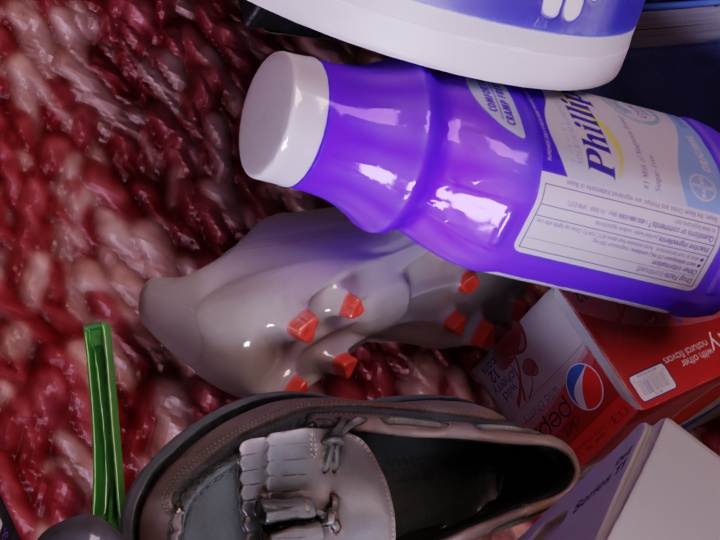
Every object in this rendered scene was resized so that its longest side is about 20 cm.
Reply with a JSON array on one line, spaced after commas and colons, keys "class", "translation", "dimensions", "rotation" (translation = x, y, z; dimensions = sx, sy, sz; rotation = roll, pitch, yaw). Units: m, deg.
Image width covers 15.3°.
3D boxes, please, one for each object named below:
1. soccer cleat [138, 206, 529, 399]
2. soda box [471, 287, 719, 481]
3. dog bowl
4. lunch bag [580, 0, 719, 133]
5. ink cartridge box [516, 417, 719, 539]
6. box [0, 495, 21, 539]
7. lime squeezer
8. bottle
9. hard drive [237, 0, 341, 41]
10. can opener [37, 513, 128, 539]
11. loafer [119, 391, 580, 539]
[{"class": "soccer cleat", "translation": [0.000, 0.000, 1.038], "dimensions": [0.077, 0.070, 0.199], "rotation": [26, 27, 31]}, {"class": "soda box", "translation": [0.143, 0.023, 1.111], "dimensions": [0.199, 0.070, 0.064], "rotation": [-19, 68, -42]}, {"class": "dog bowl", "translation": [0.019, -0.144, 1.034], "dimensions": [0.199, 0.079, 0.200], "rotation": [18, 18, -6]}, {"class": "lunch bag", "translation": [0.184, -0.110, 1.160], "dimensions": [0.199, 0.135, 0.133], "rotation": [-21, 106, -42]}, {"class": "ink cartridge box", "translation": [0.133, 0.167, 0.941], "dimensions": [0.199, 0.147, 0.083], "rotation": [37, 46, -3]}, {"class": "box", "translation": [-0.155, 0.084, 0.794], "dimensions": [0.036, 0.201, 0.144], "rotation": [0, 46, 15]}, {"class": "lime squeezer", "translation": [-0.097, 0.110, 0.899], "dimensions": [0.071, 0.038, 0.201], "rotation": [44, 36, -26]}, {"class": "bottle", "translation": [0.053, -0.037, 0.997], "dimensions": [0.199, 0.066, 0.084], "rotation": [13, 31, -25]}, {"class": "hard drive", "translation": [0.024, -0.161, 1.196], "dimensions": [0.199, 0.038, 0.141], "rotation": [2, 56, -32]}, {"class": "can opener", "translation": [-0.025, 0.150, 0.875], "dimensions": [0.200, 0.067, 0.054], "rotation": [47, 36, -28]}, {"class": "loafer", "translation": [0.002, 0.076, 0.948], "dimensions": [0.199, 0.063, 0.072], "rotation": [-10, 98, -50]}]
